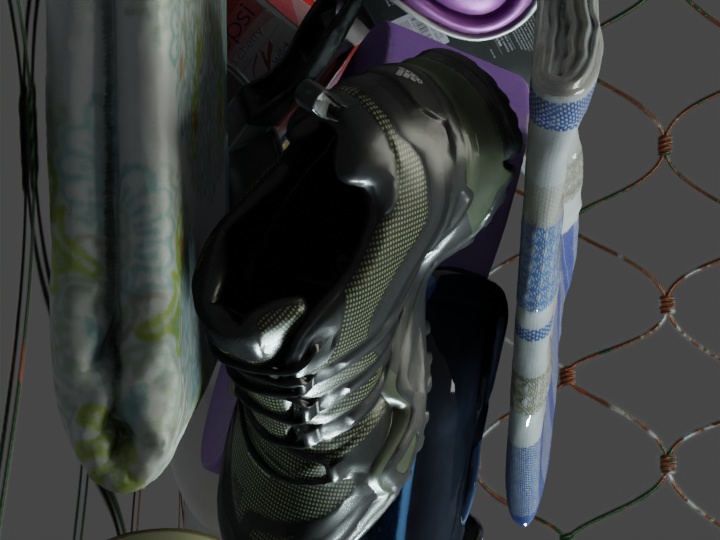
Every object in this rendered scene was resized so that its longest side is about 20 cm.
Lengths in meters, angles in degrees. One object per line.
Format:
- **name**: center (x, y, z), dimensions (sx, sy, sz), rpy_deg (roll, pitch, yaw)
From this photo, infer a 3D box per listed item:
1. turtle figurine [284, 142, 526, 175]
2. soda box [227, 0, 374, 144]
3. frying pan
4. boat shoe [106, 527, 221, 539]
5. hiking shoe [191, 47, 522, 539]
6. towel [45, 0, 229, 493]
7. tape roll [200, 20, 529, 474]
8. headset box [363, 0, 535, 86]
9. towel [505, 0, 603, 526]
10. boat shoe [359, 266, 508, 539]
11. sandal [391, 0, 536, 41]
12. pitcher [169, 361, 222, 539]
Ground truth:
- **turtle figurine**: center (-0.027, -0.125, 1.276), dimensions (0.144, 0.200, 0.194), rpy_deg (25, -53, 52)
- **soda box**: center (-0.041, -0.099, 1.036), dimensions (0.070, 0.063, 0.200), rpy_deg (-51, -179, 12)
- **frying pan**: center (-0.043, -0.034, 0.876), dimensions (0.190, 0.031, 0.115), rpy_deg (-22, -100, 59)
- **boat shoe**: center (-0.060, 0.168, 0.733), dimensions (0.066, 0.072, 0.201), rpy_deg (-98, -170, -49)
- **hiking shoe**: center (-0.024, 0.019, 0.756), dimensions (0.076, 0.101, 0.200), rpy_deg (37, -60, 36)
- **towel**: center (-0.076, -0.040, 0.779), dimensions (0.171, 0.048, 0.200), rpy_deg (-65, 154, -82)
- **tape roll**: center (0.000, 0.000, 0.954), dimensions (0.200, 0.066, 0.200), rpy_deg (-157, -90, -81)
- **headset box**: center (0.038, -0.176, 1.133), dimensions (0.149, 0.075, 0.200), rpy_deg (58, 16, -33)
- **towel**: center (0.070, -0.028, 0.823), dimensions (0.147, 0.024, 0.200), rpy_deg (-80, 172, -50)
- **boat shoe**: center (0.020, 0.096, 0.842), dimensions (0.084, 0.069, 0.200), rpy_deg (36, -61, 38)
- **sandal**: center (-0.001, -0.151, 0.983), dimensions (0.082, 0.202, 0.050), rpy_deg (-56, -150, 28)
- **pitcher**: center (-0.044, 0.112, 1.121), dimensions (0.200, 0.121, 0.172), rpy_deg (113, -6, -63)
